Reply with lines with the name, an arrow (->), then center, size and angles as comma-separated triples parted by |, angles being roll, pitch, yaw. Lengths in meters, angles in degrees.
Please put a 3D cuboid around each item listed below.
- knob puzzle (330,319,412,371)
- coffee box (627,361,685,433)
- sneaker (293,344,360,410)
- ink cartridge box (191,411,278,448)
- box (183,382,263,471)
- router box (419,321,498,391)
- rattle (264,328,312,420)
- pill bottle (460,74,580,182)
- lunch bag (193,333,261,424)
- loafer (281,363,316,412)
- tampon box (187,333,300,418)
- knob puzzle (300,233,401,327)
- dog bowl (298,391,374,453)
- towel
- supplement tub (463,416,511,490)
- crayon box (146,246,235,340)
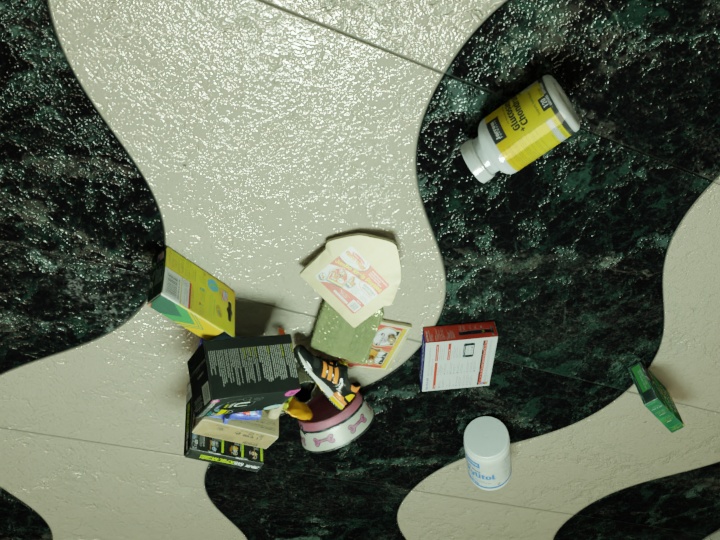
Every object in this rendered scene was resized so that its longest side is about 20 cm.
knob puzzle -> 0.005, 0.181, 1.857 | 0.214, 0.031, 0.222 | -4, 137, -4
coffee box -> 0.788, 0.338, 2.076 | 0.044, 0.125, 0.199 | -33, 131, 22
sneaker -> -0.077, 0.231, 1.832 | 0.090, 0.070, 0.201 | -41, 114, -10
ink cartridge box -> -0.294, 0.318, 1.858 | 0.196, 0.168, 0.075 | 20, 135, -26
box -> -0.328, 0.372, 1.886 | 0.190, 0.203, 0.048 | 20, 129, -28
router box -> 0.237, 0.212, 1.911 | 0.175, 0.050, 0.203 | -4, 137, -4
rattle -> -0.152, 0.248, 1.820 | 0.140, 0.130, 0.205 | 16, 96, -7
pill bottle -> 0.279, -0.244, 1.382 | 0.198, 0.114, 0.111 | -33, 132, 25
lunch bag -> -0.296, 0.253, 1.761 | 0.147, 0.203, 0.095 | 10, 135, -18
loafer -> -0.159, 0.297, 1.927 | 0.074, 0.071, 0.201 | 13, 133, -21
tampon box -> -0.250, 0.225, 1.660 | 0.196, 0.129, 0.150 | -2, 157, -28
knob puzzle -> 0.000, 0.000, 1.640 | 0.214, 0.031, 0.224 | 1, 119, 2
dog bowl -> -0.067, 0.361, 1.930 | 0.196, 0.201, 0.075 | -20, 105, 13
towel -> -0.032, 0.129, 1.769 | 0.145, 0.037, 0.203 | 15, 132, -2
supplement tub -> 0.359, 0.517, 2.195 | 0.129, 0.134, 0.202 | -12, 137, 5
crayon box -> -0.342, 0.057, 1.600 | 0.050, 0.129, 0.199 | -31, 132, 25
